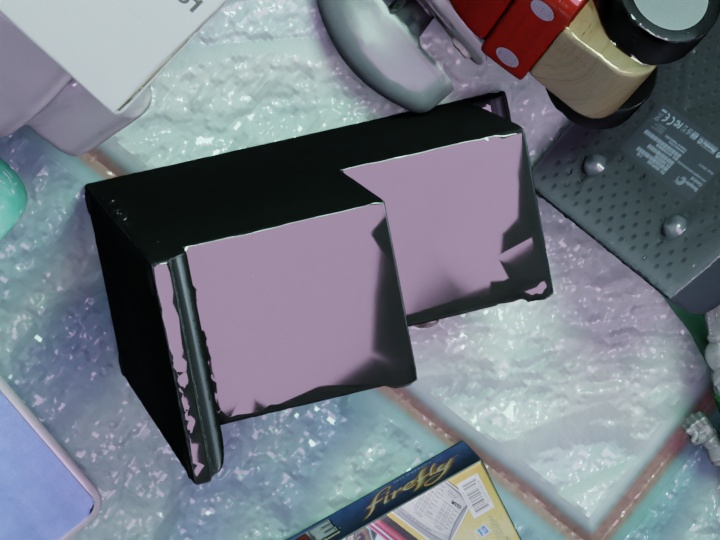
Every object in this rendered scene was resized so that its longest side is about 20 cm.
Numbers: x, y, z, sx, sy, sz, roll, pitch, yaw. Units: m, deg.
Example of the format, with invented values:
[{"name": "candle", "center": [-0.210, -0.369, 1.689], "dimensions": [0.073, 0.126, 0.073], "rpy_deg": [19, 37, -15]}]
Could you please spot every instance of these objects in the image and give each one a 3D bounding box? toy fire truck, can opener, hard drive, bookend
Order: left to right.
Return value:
[{"name": "can opener", "center": [-0.018, -0.154, 1.205], "dimensions": [0.067, 0.053, 0.200], "rpy_deg": [-43, 107, -2]}, {"name": "bookend", "center": [0.000, 0.000, 1.167], "dimensions": [0.200, 0.199, 0.092], "rpy_deg": [-13, 103, -11]}, {"name": "toy fire truck", "center": [0.089, -0.191, 1.181], "dimensions": [0.200, 0.129, 0.176], "rpy_deg": [38, 65, 0]}, {"name": "hard drive", "center": [0.180, -0.077, 1.233], "dimensions": [0.200, 0.135, 0.042], "rpy_deg": [-46, 130, -1]}]

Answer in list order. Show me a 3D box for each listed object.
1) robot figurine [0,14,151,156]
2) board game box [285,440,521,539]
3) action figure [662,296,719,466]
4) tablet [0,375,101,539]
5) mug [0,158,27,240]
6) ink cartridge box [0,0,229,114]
[{"name": "robot figurine", "center": [-0.168, -0.132, 1.141], "dimensions": [0.200, 0.113, 0.170], "rpy_deg": [39, 51, -18]}, {"name": "board game box", "center": [0.037, 0.199, 1.307], "dimensions": [0.135, 0.035, 0.200], "rpy_deg": [-29, 107, -6]}, {"name": "action figure", "center": [0.189, 0.072, 1.288], "dimensions": [0.055, 0.118, 0.200], "rpy_deg": [-35, 121, -29]}, {"name": "tablet", "center": [-0.222, 0.072, 1.227], "dimensions": [0.130, 0.014, 0.200], "rpy_deg": [-39, 109, -3]}, {"name": "mug", "center": [-0.221, 0.036, 1.152], "dimensions": [0.185, 0.114, 0.152], "rpy_deg": [-13, 105, -12]}, {"name": "ink cartridge box", "center": [-0.098, -0.169, 1.074], "dimensions": [0.145, 0.200, 0.085], "rpy_deg": [42, 117, -10]}]
